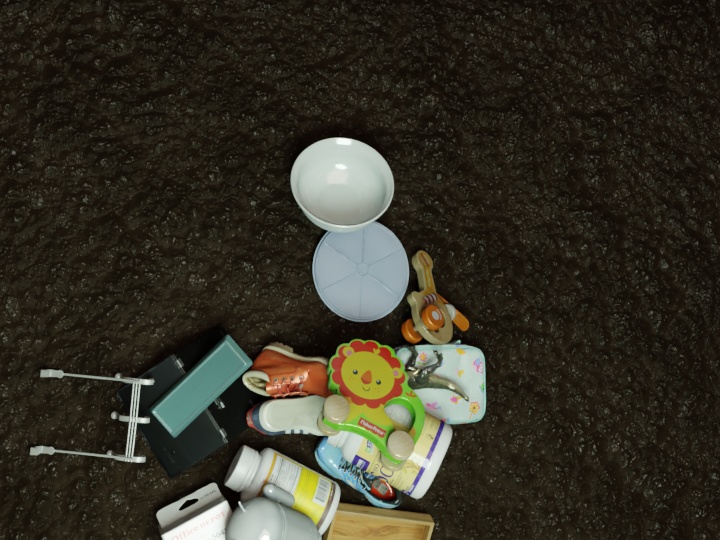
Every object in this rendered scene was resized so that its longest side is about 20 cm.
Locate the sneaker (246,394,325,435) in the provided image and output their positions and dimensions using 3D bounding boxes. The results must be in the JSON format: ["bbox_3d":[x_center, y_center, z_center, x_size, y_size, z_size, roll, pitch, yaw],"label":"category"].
[{"bbox_3d":[-0.126,0.271,1.628,0.198,0.084,0.076,15,68,-43],"label":"sneaker"}]

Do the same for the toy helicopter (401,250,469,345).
[{"bbox_3d":[0.143,0.053,1.724,0.131,0.079,0.203,14,54,-35],"label":"toy helicopter"}]

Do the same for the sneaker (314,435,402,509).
[{"bbox_3d":[0.004,0.375,1.641,0.199,0.090,0.079,36,74,-7],"label":"sneaker"}]

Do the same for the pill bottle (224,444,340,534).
[{"bbox_3d":[-0.143,0.396,1.586,0.198,0.109,0.111,29,76,-10],"label":"pill bottle"}]

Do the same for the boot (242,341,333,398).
[{"bbox_3d":[-0.117,0.202,1.579,0.107,0.197,0.076,-40,136,-49],"label":"boot"}]

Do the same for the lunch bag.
[{"bbox_3d":[0.150,0.219,1.713,0.196,0.077,0.164,1,81,-15],"label":"lunch bag"}]

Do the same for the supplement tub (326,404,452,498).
[{"bbox_3d":[0.052,0.303,1.586,0.198,0.146,0.147,27,76,5],"label":"supplement tub"}]

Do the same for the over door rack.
[{"bbox_3d":[-0.466,0.254,1.539,0.196,0.067,0.151,5,84,-1],"label":"over door rack"}]

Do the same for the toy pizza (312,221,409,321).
[{"bbox_3d":[0.000,0.000,1.723,0.196,0.032,0.204,2,82,-15],"label":"toy pizza"}]

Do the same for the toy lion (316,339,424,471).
[{"bbox_3d":[0.025,0.218,1.514,0.198,0.069,0.193,28,52,5],"label":"toy lion"}]

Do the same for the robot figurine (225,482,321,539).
[{"bbox_3d":[-0.147,0.448,1.464,0.199,0.112,0.172,37,45,-44],"label":"robot figurine"}]

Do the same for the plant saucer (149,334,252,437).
[{"bbox_3d":[-0.284,0.206,1.546,0.200,0.019,0.070,-43,91,4],"label":"plant saucer"}]

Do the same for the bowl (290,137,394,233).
[{"bbox_3d":[-0.039,-0.148,1.687,0.197,0.091,0.204,3,61,-6],"label":"bowl"}]

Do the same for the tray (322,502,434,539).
[{"bbox_3d":[0.031,0.498,1.644,0.196,0.037,0.100,11,103,-15],"label":"tray"}]

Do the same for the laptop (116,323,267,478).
[{"bbox_3d":[-0.303,0.238,1.615,0.199,0.115,0.189,-34,94,-46],"label":"laptop"}]

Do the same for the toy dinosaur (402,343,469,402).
[{"bbox_3d":[0.113,0.190,1.643,0.196,0.047,0.090,8,97,-6],"label":"toy dinosaur"}]

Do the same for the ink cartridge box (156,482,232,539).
[{"bbox_3d":[-0.266,0.491,1.529,0.127,0.125,0.203,-25,90,-17],"label":"ink cartridge box"}]
